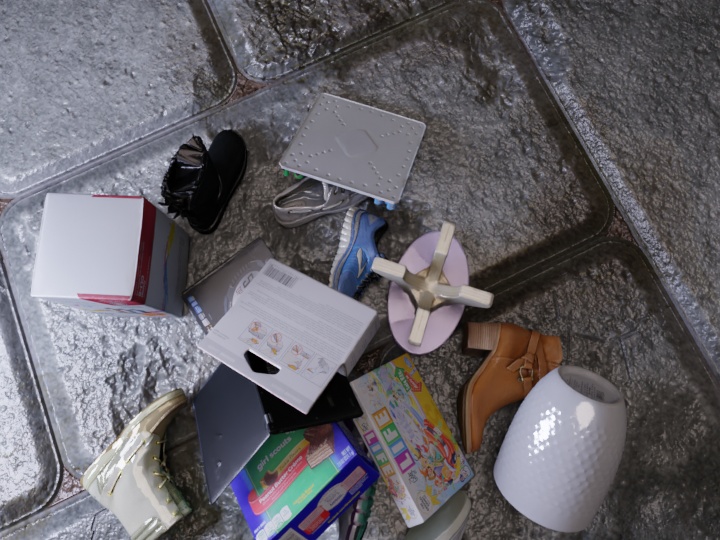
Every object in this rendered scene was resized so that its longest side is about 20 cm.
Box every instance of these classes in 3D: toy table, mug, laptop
[{"bbox_3d":[0.106,0.025,0.870,0.179,0.117,0.205,6,78,3],"label":"toy table"},{"bbox_3d":[0.291,0.223,0.785,0.146,0.198,0.179,27,114,30],"label":"mug"},{"bbox_3d":[-0.124,0.188,0.792,0.195,0.118,0.188,-5,35,-22],"label":"laptop"}]

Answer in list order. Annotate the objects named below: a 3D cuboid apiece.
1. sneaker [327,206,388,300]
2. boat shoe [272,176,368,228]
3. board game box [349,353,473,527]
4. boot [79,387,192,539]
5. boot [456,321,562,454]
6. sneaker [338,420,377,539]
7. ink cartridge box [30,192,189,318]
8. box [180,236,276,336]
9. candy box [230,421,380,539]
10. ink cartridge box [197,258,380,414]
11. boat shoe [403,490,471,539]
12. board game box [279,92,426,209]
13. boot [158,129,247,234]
[{"bbox_3d":[0.000,0.000,0.898,0.087,0.079,0.205,12,77,7],"label":"sneaker"},{"bbox_3d":[-0.053,-0.133,0.934,0.197,0.069,0.072,-27,77,-5],"label":"boat shoe"},{"bbox_3d":[0.068,0.235,0.815,0.133,0.034,0.203,-16,72,-47],"label":"board game box"},{"bbox_3d":[-0.296,0.293,0.841,0.154,0.072,0.200,43,86,11],"label":"boot"},{"bbox_3d":[0.227,0.180,0.853,0.151,0.074,0.205,8,79,0],"label":"boot"},{"bbox_3d":[-0.019,0.304,0.838,0.085,0.075,0.204,10,66,14],"label":"sneaker"},{"bbox_3d":[-0.359,-0.013,0.850,0.141,0.200,0.148,1,79,3],"label":"ink cartridge box"},{"bbox_3d":[-0.166,0.075,0.902,0.159,0.044,0.202,-34,78,-6],"label":"box"},{"bbox_3d":[-0.095,0.260,0.790,0.169,0.077,0.200,-42,40,-7],"label":"candy box"},{"bbox_3d":[-0.099,0.092,0.799,0.197,0.045,0.177,25,60,23],"label":"ink cartridge box"},{"bbox_3d":[0.098,0.409,0.802,0.201,0.070,0.072,-45,107,-25],"label":"boat shoe"},{"bbox_3d":[-0.008,-0.200,0.932,0.196,0.026,0.203,18,53,5],"label":"board game box"},{"bbox_3d":[-0.245,-0.161,0.899,0.072,0.163,0.202,17,78,4],"label":"boot"}]
